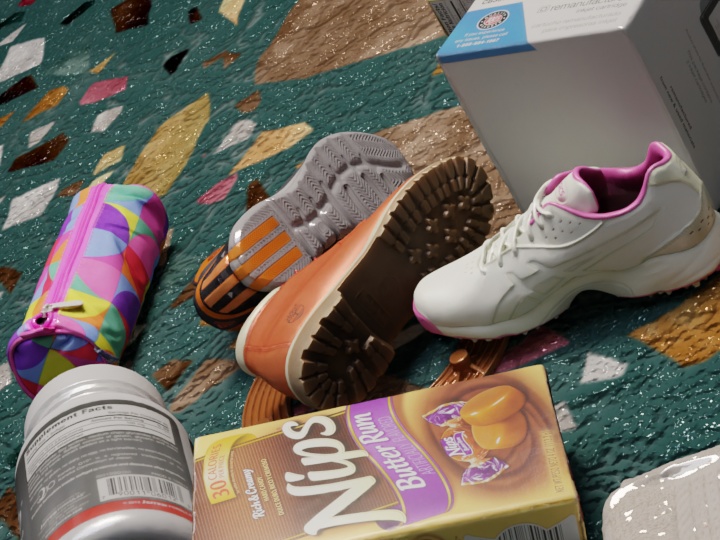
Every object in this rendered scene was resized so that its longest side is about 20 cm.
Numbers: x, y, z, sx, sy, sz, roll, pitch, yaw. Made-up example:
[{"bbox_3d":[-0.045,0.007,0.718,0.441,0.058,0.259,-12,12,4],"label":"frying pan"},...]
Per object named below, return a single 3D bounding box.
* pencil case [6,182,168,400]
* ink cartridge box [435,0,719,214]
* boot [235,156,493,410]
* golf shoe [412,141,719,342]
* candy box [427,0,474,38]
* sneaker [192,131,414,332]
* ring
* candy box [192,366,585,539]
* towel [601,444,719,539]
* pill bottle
[{"bbox_3d":[-0.203,0.014,1.414,0.088,0.089,0.200,-21,31,23],"label":"pencil case"},{"bbox_3d":[0.177,-0.151,1.207,0.146,0.146,0.200,-3,40,41],"label":"ink cartridge box"},{"bbox_3d":[0.000,0.000,1.208,0.200,0.075,0.107,-48,27,-21],"label":"boot"},{"bbox_3d":[0.116,-0.020,1.123,0.199,0.092,0.075,-18,35,18],"label":"golf shoe"},{"bbox_3d":[0.161,-0.229,1.433,0.199,0.057,0.117,5,47,47],"label":"candy box"},{"bbox_3d":[-0.051,-0.026,1.325,0.200,0.078,0.112,-33,-3,-43],"label":"sneaker"},{"bbox_3d":[0.007,0.056,1.207,0.200,0.019,0.201,-25,32,16],"label":"ring"},{"bbox_3d":[0.013,0.123,0.994,0.199,0.057,0.117,-13,32,4],"label":"candy box"},{"bbox_3d":[0.180,0.149,0.878,0.132,0.035,0.200,-25,31,17],"label":"towel"},{"bbox_3d":[-0.149,0.145,1.132,0.116,0.116,0.200,-32,29,3],"label":"pill bottle"}]
